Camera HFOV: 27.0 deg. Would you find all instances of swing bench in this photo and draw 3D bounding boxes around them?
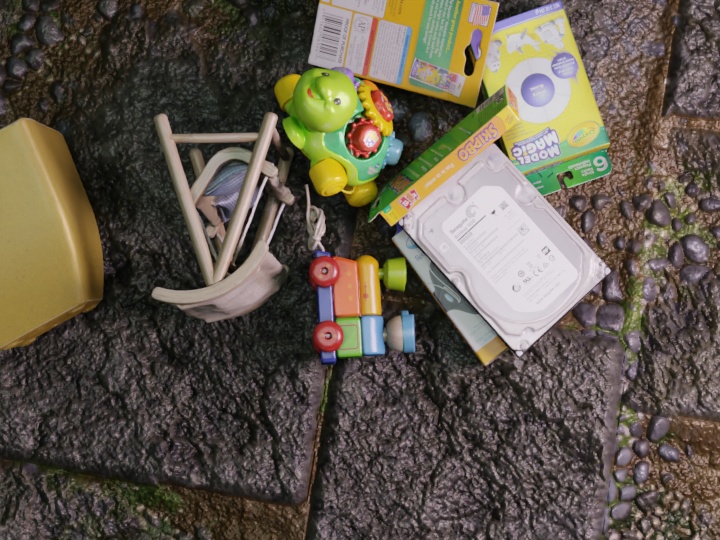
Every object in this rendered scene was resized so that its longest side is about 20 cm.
[{"bbox_3d":[-0.142,-0.051,1.613,0.128,0.199,0.202,-1,84,4],"label":"swing bench"}]

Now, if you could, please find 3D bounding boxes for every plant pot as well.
[{"bbox_3d":[-0.383,-0.026,1.636,0.193,0.196,0.201,-28,89,0],"label":"plant pot"}]

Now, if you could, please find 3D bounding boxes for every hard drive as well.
[{"bbox_3d":[0.156,-0.025,1.631,0.140,0.038,0.200,-41,82,1],"label":"hard drive"}]

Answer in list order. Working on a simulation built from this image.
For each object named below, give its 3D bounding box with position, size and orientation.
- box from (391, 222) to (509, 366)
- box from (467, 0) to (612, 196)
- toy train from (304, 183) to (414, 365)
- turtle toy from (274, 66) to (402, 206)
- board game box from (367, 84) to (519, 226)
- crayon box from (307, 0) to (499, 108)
[{"bbox_3d":[0.126,-0.008,1.672,0.119,0.041,0.201,-36,80,-1],"label":"box"},{"bbox_3d":[0.202,-0.188,1.683,0.116,0.048,0.202,-19,84,3],"label":"box"},{"bbox_3d":[0.000,0.000,1.658,0.114,0.085,0.202,-3,83,-2],"label":"toy train"},{"bbox_3d":[-0.022,-0.160,1.621,0.101,0.200,0.147,-30,72,19],"label":"turtle toy"},{"bbox_3d":[0.090,-0.121,1.636,0.199,0.096,0.030,-37,104,15],"label":"board game box"},{"bbox_3d":[0.050,-0.270,1.668,0.198,0.052,0.127,17,117,8],"label":"crayon box"}]
